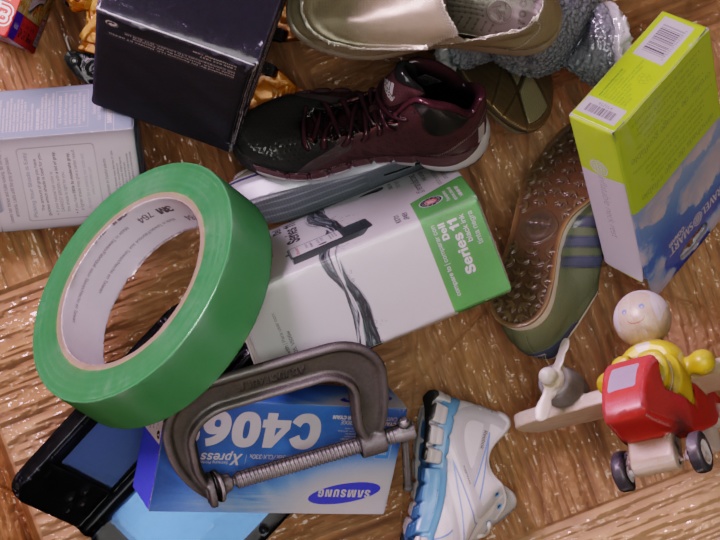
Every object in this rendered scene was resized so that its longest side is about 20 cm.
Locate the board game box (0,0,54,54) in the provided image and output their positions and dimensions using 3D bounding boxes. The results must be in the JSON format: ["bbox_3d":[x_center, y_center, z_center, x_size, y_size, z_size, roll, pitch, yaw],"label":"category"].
[{"bbox_3d":[-0.242,-0.270,1.484,0.046,0.152,0.201,21,92,-3],"label":"board game box"}]

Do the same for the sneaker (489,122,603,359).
[{"bbox_3d":[0.161,-0.020,1.555,0.067,0.090,0.201,11,62,29],"label":"sneaker"}]

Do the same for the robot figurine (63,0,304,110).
[{"bbox_3d":[-0.134,-0.187,1.538,0.199,0.058,0.145,16,91,-4],"label":"robot figurine"}]

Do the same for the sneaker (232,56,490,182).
[{"bbox_3d":[0.002,-0.124,1.463,0.199,0.116,0.076,-5,69,-4],"label":"sneaker"}]

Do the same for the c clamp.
[{"bbox_3d":[-0.049,0.128,1.461,0.199,0.027,0.171,-11,131,-15],"label":"c clamp"}]

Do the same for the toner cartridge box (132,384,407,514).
[{"bbox_3d":[-0.069,0.137,1.513,0.199,0.043,0.095,3,110,-25],"label":"toner cartridge box"}]

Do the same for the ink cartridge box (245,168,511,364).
[{"bbox_3d":[0.000,0.000,1.498,0.200,0.147,0.083,-22,106,-1],"label":"ink cartridge box"}]

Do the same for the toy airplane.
[{"bbox_3d":[0.237,0.082,1.503,0.199,0.199,0.142,-15,86,-20],"label":"toy airplane"}]

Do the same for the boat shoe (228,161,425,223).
[{"bbox_3d":[-0.018,-0.092,1.549,0.199,0.072,0.062,-18,71,-7],"label":"boat shoe"}]

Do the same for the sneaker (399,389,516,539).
[{"bbox_3d":[0.079,0.200,1.556,0.086,0.075,0.201,10,92,-9],"label":"sneaker"}]

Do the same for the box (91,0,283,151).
[{"bbox_3d":[-0.108,-0.218,1.403,0.123,0.198,0.201,19,74,-3],"label":"box"}]

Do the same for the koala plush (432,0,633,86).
[{"bbox_3d":[0.134,-0.239,1.480,0.177,0.184,0.201,10,89,-2],"label":"koala plush"}]

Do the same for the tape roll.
[{"bbox_3d":[-0.155,0.017,1.443,0.048,0.200,0.201,37,90,-38],"label":"tape roll"}]

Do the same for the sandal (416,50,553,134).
[{"bbox_3d":[0.072,-0.181,1.547,0.200,0.054,0.080,40,58,8],"label":"sandal"}]

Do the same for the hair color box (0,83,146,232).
[{"bbox_3d":[-0.269,-0.084,1.510,0.199,0.061,0.099,-5,136,-3],"label":"hair color box"}]

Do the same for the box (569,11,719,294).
[{"bbox_3d":[0.227,-0.085,1.498,0.048,0.200,0.122,28,64,34],"label":"box"}]

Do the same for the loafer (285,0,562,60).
[{"bbox_3d":[0.047,-0.192,1.392,0.199,0.068,0.076,-1,80,-2],"label":"loafer"}]

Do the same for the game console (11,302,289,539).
[{"bbox_3d":[-0.138,0.151,1.523,0.200,0.176,0.116,-47,62,-1],"label":"game console"}]
